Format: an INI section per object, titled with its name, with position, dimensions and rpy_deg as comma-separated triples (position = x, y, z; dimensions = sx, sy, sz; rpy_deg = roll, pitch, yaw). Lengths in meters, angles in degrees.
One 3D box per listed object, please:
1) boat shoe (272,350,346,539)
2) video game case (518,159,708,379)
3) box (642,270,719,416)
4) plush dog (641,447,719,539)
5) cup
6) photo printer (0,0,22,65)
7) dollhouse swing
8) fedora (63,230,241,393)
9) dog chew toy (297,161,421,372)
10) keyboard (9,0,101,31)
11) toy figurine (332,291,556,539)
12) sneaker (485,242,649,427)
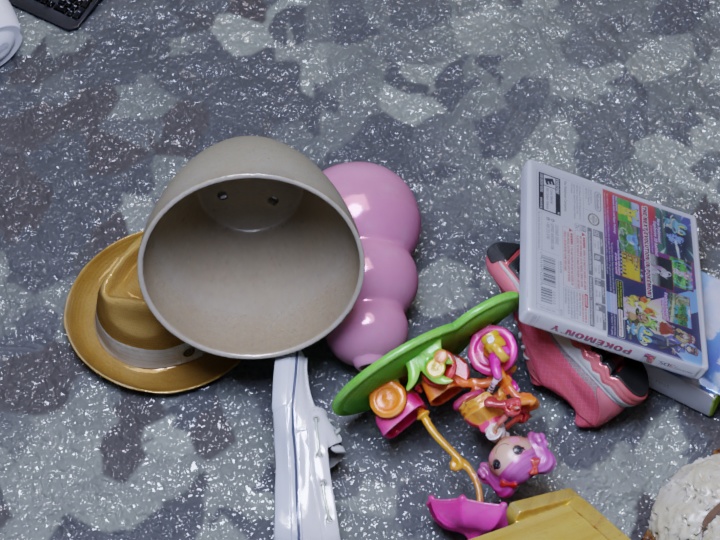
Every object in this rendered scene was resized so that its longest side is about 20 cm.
[boat shoe]
position = -0.046, 0.164, 1.701
dimensions = 0.067, 0.074, 0.201
rpy_deg = -1, 70, -1
[video game case]
position = 0.232, -0.003, 1.732
dimensions = 0.182, 0.023, 0.200
rpy_deg = 18, 44, -12
[box]
position = 0.293, 0.051, 1.781
dimensions = 0.200, 0.048, 0.122
rpy_deg = 27, 61, 17
[plush dog]
position = 0.313, 0.226, 1.559
dimensions = 0.200, 0.161, 0.172
rpy_deg = -42, 43, -8
[cup]
position = -0.099, -0.041, 1.692
dimensions = 0.200, 0.201, 0.143
rpy_deg = -3, 36, -2
[photo printer]
position = -0.467, -0.250, 1.957
dimensions = 0.200, 0.070, 0.166
rpy_deg = -36, 64, -21
[dollhouse swing]
position = 0.166, 0.301, 1.517
dimensions = 0.176, 0.182, 0.200
rpy_deg = -30, 35, -16
[fedora]
position = -0.186, 0.019, 1.779
dimensions = 0.200, 0.082, 0.201
rpy_deg = 0, 57, 0
[dog chew toy]
position = 0.000, 0.000, 1.776
dimensions = 0.124, 0.125, 0.201
rpy_deg = -4, 66, -2
[keyboard]
position = -0.365, -0.340, 2.033
dimensions = 0.200, 0.040, 0.104
rpy_deg = 26, 62, 14
[toy figurine]
position = 0.104, 0.148, 1.671
dimensions = 0.200, 0.150, 0.184
rpy_deg = -33, 74, 7
[sneaker]
position = 0.173, 0.064, 1.734
dimensions = 0.200, 0.087, 0.074
rpy_deg = 50, 31, 9
